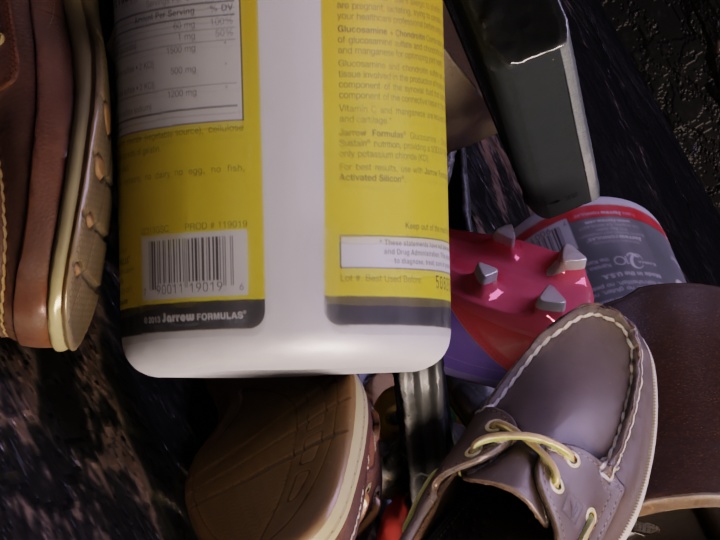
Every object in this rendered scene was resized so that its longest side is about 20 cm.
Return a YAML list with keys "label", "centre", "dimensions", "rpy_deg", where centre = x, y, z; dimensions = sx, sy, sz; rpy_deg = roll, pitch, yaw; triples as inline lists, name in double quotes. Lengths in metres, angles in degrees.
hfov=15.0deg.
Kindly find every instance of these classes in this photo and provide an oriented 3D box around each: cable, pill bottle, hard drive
- label: "cable"
  centre: [0.016, 0.076, 1.071]
  dimensions: [0.200, 0.050, 0.098]
  rpy_deg: [68, 21, -73]
- label: "pill bottle"
  centre: [0.151, 0.064, 1.569]
  dimensions: [0.114, 0.114, 0.200]
  rpy_deg: [47, 18, -46]
- label: "hard drive"
  centre: [0.047, -0.110, 1.031]
  dimensions: [0.200, 0.033, 0.140]
  rpy_deg: [59, 9, -74]
- label: "pill bottle"
  centre: [-0.027, -0.065, 0.923]
  dimensions: [0.112, 0.112, 0.201]
  rpy_deg: [11, 77, -74]

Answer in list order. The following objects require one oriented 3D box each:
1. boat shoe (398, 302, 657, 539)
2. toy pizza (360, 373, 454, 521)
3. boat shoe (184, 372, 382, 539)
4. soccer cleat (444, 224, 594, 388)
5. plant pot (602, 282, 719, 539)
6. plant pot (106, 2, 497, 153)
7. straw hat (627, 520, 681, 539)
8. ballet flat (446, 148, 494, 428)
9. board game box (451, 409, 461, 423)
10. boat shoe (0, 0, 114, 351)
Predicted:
- label: "boat shoe"
  centre: [0.053, 0.092, 0.989]
  dimensions: [0.072, 0.200, 0.060]
  rpy_deg: [24, -23, 17]
- label: "toy pizza"
  centre: [0.058, 0.126, 1.254]
  dimensions: [0.200, 0.032, 0.200]
  rpy_deg: [56, 13, -20]
- label: "boat shoe"
  centre: [-0.017, 0.074, 0.999]
  dimensions: [0.072, 0.072, 0.200]
  rpy_deg: [56, 6, -19]
- label: "soccer cleat"
  centre: [0.000, 0.000, 1.120]
  dimensions: [0.199, 0.077, 0.067]
  rpy_deg: [21, 39, 10]
- label: "plant pot"
  centre: [0.138, 0.120, 1.152]
  dimensions: [0.200, 0.200, 0.198]
  rpy_deg: [54, 20, -24]
- label: "plant pot"
  centre: [-0.038, -0.119, 1.194]
  dimensions: [0.201, 0.134, 0.200]
  rpy_deg: [56, 12, -19]
- label: "straw hat"
  centre: [0.140, 0.132, 1.321]
  dimensions: [0.085, 0.201, 0.201]
  rpy_deg: [-45, 110, -34]
- label: "ballet flat"
  centre: [0.052, 0.015, 1.317]
  dimensions: [0.066, 0.057, 0.200]
  rpy_deg: [38, 25, -58]
- label: "board game box"
  centre: [0.030, 0.000, 1.450]
  dimensions: [0.096, 0.030, 0.200]
  rpy_deg: [55, 11, -20]
- label: "boat shoe"
  centre: [-0.117, -0.062, 0.920]
  dimensions: [0.072, 0.067, 0.201]
  rpy_deg: [94, -6, -60]
